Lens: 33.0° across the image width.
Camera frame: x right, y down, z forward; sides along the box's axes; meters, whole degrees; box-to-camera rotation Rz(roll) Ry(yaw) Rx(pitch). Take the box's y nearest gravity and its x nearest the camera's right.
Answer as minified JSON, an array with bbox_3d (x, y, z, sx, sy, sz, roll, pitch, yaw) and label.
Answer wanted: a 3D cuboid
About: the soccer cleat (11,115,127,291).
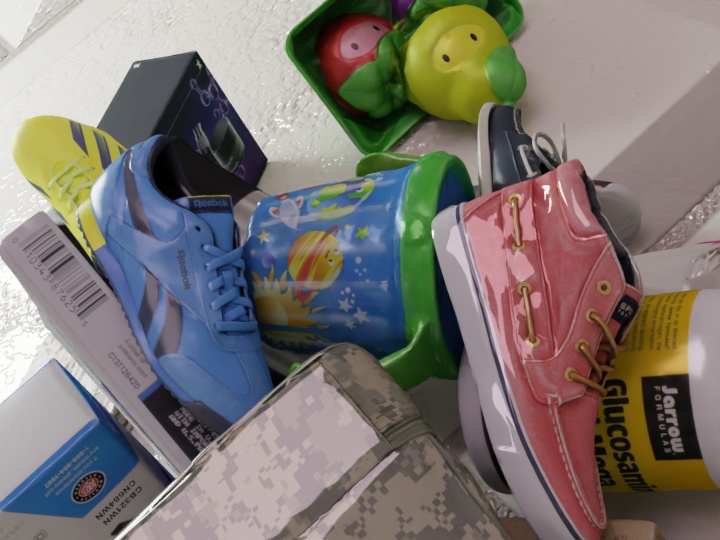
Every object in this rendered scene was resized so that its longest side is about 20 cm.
[{"bbox_3d":[-0.162,-0.031,0.801,0.065,0.200,0.084,-48,-8,18],"label":"soccer cleat"}]

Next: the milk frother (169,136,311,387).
[{"bbox_3d":[-0.077,0.004,0.936,0.187,0.181,0.200,30,33,12],"label":"milk frother"}]

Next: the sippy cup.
[{"bbox_3d":[0.000,0.000,0.753,0.129,0.141,0.178,-3,7,18],"label":"sippy cup"}]

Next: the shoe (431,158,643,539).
[{"bbox_3d":[0.109,0.043,0.634,0.091,0.071,0.201,-24,70,20],"label":"shoe"}]

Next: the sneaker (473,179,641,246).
[{"bbox_3d":[0.107,-0.044,0.893,0.199,0.077,0.082,-8,36,25],"label":"sneaker"}]

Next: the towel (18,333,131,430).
[{"bbox_3d":[-0.246,0.125,1.001,0.132,0.035,0.201,-7,47,29],"label":"towel"}]

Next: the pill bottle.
[{"bbox_3d":[0.166,0.070,0.702,0.199,0.113,0.113,-8,46,30],"label":"pill bottle"}]

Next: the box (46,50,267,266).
[{"bbox_3d":[-0.172,-0.070,1.059,0.078,0.141,0.201,-6,48,31],"label":"box"}]

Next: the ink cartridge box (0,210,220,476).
[{"bbox_3d":[-0.146,0.071,0.793,0.047,0.200,0.198,-41,84,-12],"label":"ink cartridge box"}]

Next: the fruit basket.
[{"bbox_3d":[0.052,-0.197,1.040,0.215,0.156,0.216,-33,23,15],"label":"fruit basket"}]

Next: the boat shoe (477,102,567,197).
[{"bbox_3d":[0.105,-0.047,0.771,0.061,0.075,0.200,-8,31,10],"label":"boat shoe"}]

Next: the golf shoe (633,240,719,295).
[{"bbox_3d":[0.238,0.002,0.739,0.199,0.092,0.073,2,53,38],"label":"golf shoe"}]

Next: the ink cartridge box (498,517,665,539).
[{"bbox_3d":[0.074,0.233,0.635,0.164,0.075,0.201,-6,48,32],"label":"ink cartridge box"}]

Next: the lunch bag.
[{"bbox_3d":[-0.015,0.166,0.600,0.200,0.140,0.168,-40,63,-8],"label":"lunch bag"}]

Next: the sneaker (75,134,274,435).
[{"bbox_3d":[-0.095,0.006,0.706,0.078,0.066,0.201,-42,64,19],"label":"sneaker"}]

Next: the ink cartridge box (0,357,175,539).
[{"bbox_3d":[-0.179,0.178,0.771,0.146,0.200,0.084,-43,42,-10],"label":"ink cartridge box"}]
